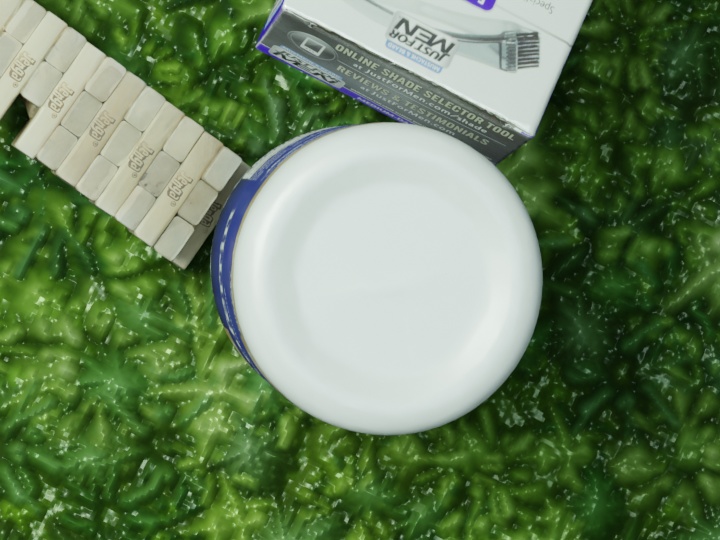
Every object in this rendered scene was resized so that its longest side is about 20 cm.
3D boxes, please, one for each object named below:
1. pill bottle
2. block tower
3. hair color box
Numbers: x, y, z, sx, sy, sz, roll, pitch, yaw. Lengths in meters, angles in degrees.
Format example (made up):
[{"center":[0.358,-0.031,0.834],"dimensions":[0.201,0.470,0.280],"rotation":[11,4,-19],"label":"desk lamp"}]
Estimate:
[{"center":[0.000,0.000,1.140],"dimensions":[0.115,0.200,0.116],"rotation":[0,92,-7],"label":"pill bottle"},{"center":[-0.137,-0.079,1.191],"dimensions":[0.200,0.058,0.054],"rotation":[36,89,-9],"label":"block tower"},{"center":[0.051,-0.155,1.128],"dimensions":[0.109,0.065,0.200],"rotation":[27,73,-7],"label":"hair color box"}]
